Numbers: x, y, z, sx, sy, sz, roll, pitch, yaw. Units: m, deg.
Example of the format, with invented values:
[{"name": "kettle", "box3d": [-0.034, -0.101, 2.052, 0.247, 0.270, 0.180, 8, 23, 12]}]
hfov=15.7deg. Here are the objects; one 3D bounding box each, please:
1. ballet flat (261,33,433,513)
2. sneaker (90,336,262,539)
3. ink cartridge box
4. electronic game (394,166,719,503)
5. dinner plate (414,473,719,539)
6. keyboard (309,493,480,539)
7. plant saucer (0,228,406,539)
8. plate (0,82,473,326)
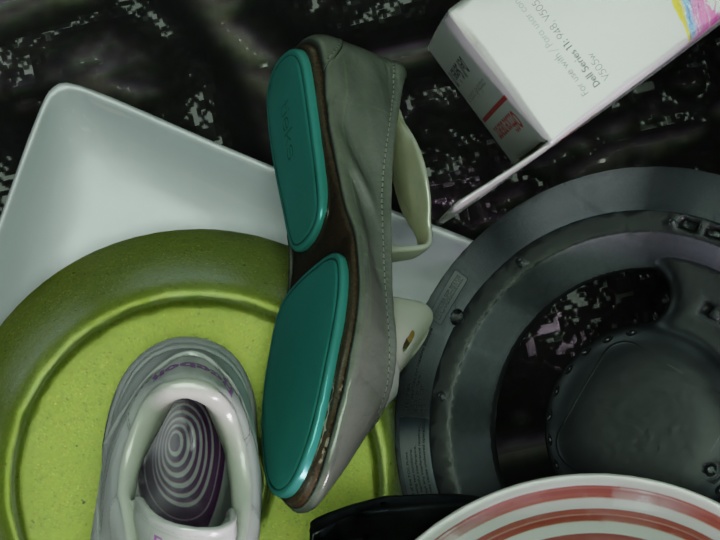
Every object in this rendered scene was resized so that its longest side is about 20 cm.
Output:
[{"name": "ballet flat", "box3d": [0.000, 0.000, 0.997, 0.064, 0.067, 0.200, 13, 60, -25]}, {"name": "sneaker", "box3d": [-0.077, 0.125, 0.960, 0.075, 0.100, 0.200, 3, 90, -5]}, {"name": "ink cartridge box", "box3d": [0.095, -0.104, 1.028, 0.200, 0.117, 0.067, -37, 89, -4]}, {"name": "electronic game", "box3d": [0.110, 0.060, 0.988, 0.200, 0.042, 0.200, -1, 86, 16]}, {"name": "dinner plate", "box3d": [0.086, 0.173, 0.948, 0.200, 0.024, 0.201, 0, 90, 6]}, {"name": "keyboard", "box3d": [-0.003, 0.182, 0.982, 0.104, 0.040, 0.200, -1, 97, -22]}, {"name": "plant saucer", "box3d": [-0.064, 0.083, 1.027, 0.200, 0.031, 0.200, 0, 89, -3]}, {"name": "plate", "box3d": [-0.068, 0.051, 1.058, 0.200, 0.032, 0.200, 21, 87, -2]}]
